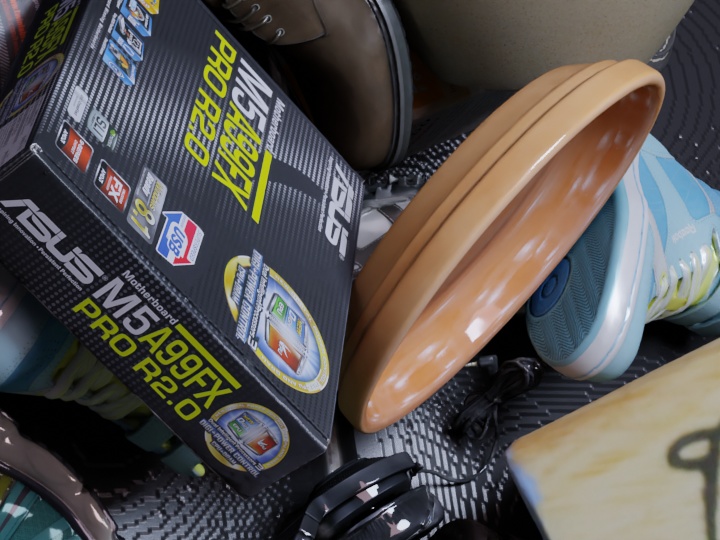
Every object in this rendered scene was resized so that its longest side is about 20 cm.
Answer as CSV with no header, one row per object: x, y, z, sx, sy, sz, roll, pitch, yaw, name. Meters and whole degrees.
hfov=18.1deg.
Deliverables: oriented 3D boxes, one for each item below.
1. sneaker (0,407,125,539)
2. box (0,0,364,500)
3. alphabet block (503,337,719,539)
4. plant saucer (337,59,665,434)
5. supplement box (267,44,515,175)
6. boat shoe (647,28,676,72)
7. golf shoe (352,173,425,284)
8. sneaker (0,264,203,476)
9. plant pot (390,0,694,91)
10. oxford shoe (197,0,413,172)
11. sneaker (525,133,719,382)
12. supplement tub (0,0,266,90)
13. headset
-0.164,0.098,0.932,0.200,0.078,0.080,40,74,-3,sneaker
-0.070,-0.030,0.882,0.160,0.044,0.200,47,25,-21,box
0.215,0.114,1.006,0.196,0.200,0.196,63,21,8,alphabet block
0.054,-0.016,0.971,0.037,0.200,0.200,40,53,12,plant saucer
0.050,-0.141,1.144,0.200,0.074,0.126,-25,82,-35,supplement box
0.126,-0.193,1.131,0.067,0.057,0.200,2,67,-31,boat shoe
0.000,0.000,1.066,0.200,0.078,0.095,-3,91,-31,golf shoe
-0.094,0.035,0.910,0.131,0.080,0.200,40,12,0,sneaker
0.079,-0.154,1.026,0.200,0.200,0.135,-9,106,-32,plant pot
-0.039,-0.122,0.988,0.084,0.073,0.200,-38,118,-28,oxford shoe
0.152,0.005,1.108,0.130,0.080,0.200,34,35,-16,sneaker
-0.138,-0.106,1.000,0.200,0.107,0.107,-16,77,-36,supplement tub
0.034,0.121,1.007,0.123,0.094,0.200,38,39,-11,headset
